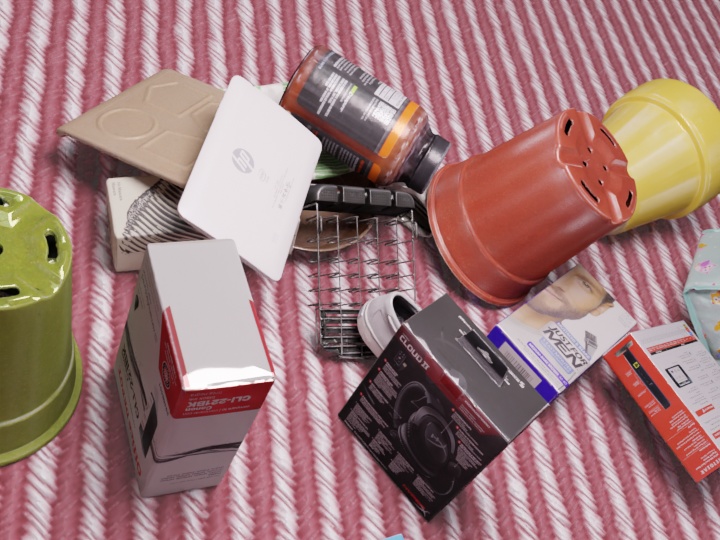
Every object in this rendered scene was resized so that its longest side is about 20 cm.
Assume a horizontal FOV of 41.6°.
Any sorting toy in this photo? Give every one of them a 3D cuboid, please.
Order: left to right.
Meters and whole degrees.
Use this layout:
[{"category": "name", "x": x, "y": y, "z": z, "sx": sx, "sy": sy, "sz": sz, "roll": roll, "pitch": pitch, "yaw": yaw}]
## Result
[{"category": "sorting toy", "x": -0.204, "y": -0.156, "z": 1.050, "sx": 0.198, "sy": 0.037, "sz": 0.185, "roll": 20, "pitch": 39, "yaw": 21}]

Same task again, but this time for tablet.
[{"category": "tablet", "x": -0.109, "y": -0.099, "z": 0.983, "sx": 0.130, "sy": 0.014, "sz": 0.202, "roll": 36, "pitch": 48, "yaw": -26}]

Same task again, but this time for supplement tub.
[{"category": "supplement tub", "x": 0.007, "y": -0.171, "z": 1.120, "sx": 0.199, "sy": 0.107, "sz": 0.107, "roll": 33, "pitch": 45, "yaw": 1}]

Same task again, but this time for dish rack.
[{"category": "dish rack", "x": 0.000, "y": 0.000, "z": 1.082, "sx": 0.152, "sy": 0.054, "sz": 0.203, "roll": 2, "pitch": 83, "yaw": -32}]

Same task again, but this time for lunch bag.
[{"category": "lunch bag", "x": 0.528, "y": 0.060, "z": 1.303, "sx": 0.171, "sy": 0.121, "sz": 0.202, "roll": -52, "pitch": 124, "yaw": -46}]

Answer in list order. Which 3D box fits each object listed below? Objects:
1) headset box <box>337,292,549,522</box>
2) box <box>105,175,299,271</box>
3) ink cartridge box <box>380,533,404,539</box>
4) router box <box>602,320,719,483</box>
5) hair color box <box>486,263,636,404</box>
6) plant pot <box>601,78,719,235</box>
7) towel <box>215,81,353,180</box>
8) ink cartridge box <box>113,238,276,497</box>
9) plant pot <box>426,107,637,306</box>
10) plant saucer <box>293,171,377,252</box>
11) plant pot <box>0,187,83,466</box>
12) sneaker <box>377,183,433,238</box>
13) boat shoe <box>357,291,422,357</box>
[{"category": "headset box", "x": 0.080, "y": 0.134, "z": 0.940, "sx": 0.149, "sy": 0.201, "sz": 0.077, "roll": 47, "pitch": 47, "yaw": 15}, {"category": "box", "x": -0.171, "y": -0.057, "z": 1.024, "sx": 0.197, "sy": 0.069, "sz": 0.083, "roll": -8, "pitch": 60, "yaw": -19}, {"category": "ink cartridge box", "x": -0.012, "y": 0.347, "z": 0.750, "sx": 0.144, "sy": 0.147, "sz": 0.202, "roll": -6, "pitch": 56, "yaw": -33}, {"category": "router box", "x": 0.406, "y": 0.154, "z": 1.169, "sx": 0.199, "sy": 0.049, "sz": 0.181, "roll": -2, "pitch": 53, "yaw": -53}, {"category": "hair color box", "x": 0.244, "y": 0.082, "z": 1.172, "sx": 0.109, "sy": 0.065, "sz": 0.199, "roll": 47, "pitch": 45, "yaw": 14}, {"category": "plant pot", "x": 0.401, "y": -0.149, "z": 1.371, "sx": 0.188, "sy": 0.201, "sz": 0.201, "roll": -31, "pitch": 71, "yaw": -25}, {"category": "towel", "x": -0.100, "y": -0.171, "z": 1.156, "sx": 0.197, "sy": 0.023, "sz": 0.154, "roll": -9, "pitch": 61, "yaw": -28}, {"category": "ink cartridge box", "x": -0.156, "y": 0.091, "z": 0.847, "sx": 0.083, "sy": 0.201, "sz": 0.146, "roll": -4, "pitch": 55, "yaw": -27}, {"category": "plant pot", "x": 0.218, "y": -0.087, "z": 1.165, "sx": 0.199, "sy": 0.194, "sz": 0.203, "roll": 22, "pitch": 53, "yaw": -33}, {"category": "plant saucer", "x": -0.075, "y": -0.097, "z": 1.152, "sx": 0.197, "sy": 0.037, "sz": 0.203, "roll": 12, "pitch": 52, "yaw": -15}, {"category": "plant pot", "x": -0.322, "y": 0.034, "z": 0.807, "sx": 0.197, "sy": 0.191, "sz": 0.202, "roll": 15, "pitch": 47, "yaw": -17}, {"category": "sneaker", "x": 0.037, "y": -0.120, "z": 1.215, "sx": 0.199, "sy": 0.073, "sz": 0.071, "roll": 37, "pitch": 40, "yaw": 2}, {"category": "boat shoe", "x": 0.084, "y": 0.101, "z": 1.037, "sx": 0.201, "sy": 0.068, "sz": 0.072, "roll": 51, "pitch": 50, "yaw": -6}]
